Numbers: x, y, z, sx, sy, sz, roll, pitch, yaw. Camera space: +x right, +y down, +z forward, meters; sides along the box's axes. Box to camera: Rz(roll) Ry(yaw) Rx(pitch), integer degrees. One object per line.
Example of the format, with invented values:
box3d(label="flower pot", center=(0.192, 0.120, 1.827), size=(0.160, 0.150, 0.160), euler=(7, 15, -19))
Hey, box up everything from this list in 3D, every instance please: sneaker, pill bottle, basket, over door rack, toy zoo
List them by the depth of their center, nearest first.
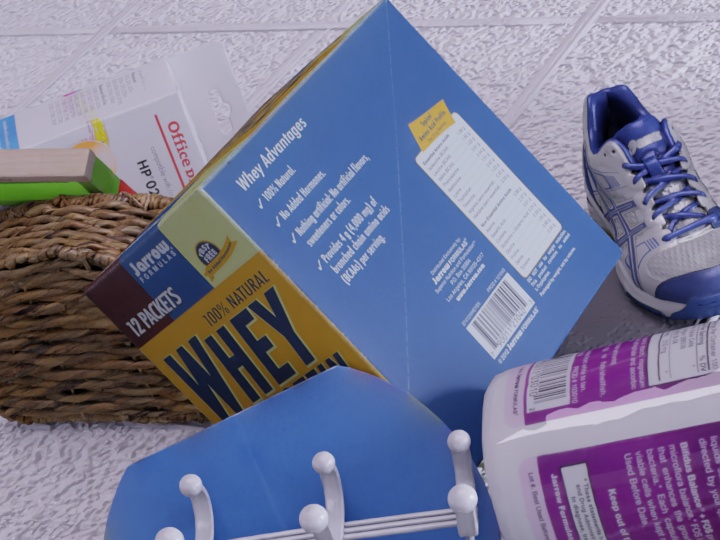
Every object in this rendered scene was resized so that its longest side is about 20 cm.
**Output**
box3d(label="over door rack", center=(-0.015, 0.148, 0.851), size=(0.147, 0.067, 0.200), euler=(-9, 35, 6))
box3d(label="pill bottle", center=(0.167, 0.082, 0.924), size=(0.199, 0.113, 0.112), euler=(-14, 31, 18))
box3d(label="sneaker", center=(0.178, -0.045, 1.176), size=(0.075, 0.088, 0.200), euler=(-22, 32, -7))
box3d(label="basket", center=(-0.146, 0.001, 1.233), size=(0.199, 0.143, 0.149), euler=(-2, 36, 27))
box3d(label="toy zoo", center=(-0.197, -0.032, 1.283), size=(0.131, 0.200, 0.021), euler=(1, 70, 20))

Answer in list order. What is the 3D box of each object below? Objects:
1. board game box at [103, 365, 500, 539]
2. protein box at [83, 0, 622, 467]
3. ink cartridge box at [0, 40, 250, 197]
box3d(label="board game box", center=(-0.029, 0.145, 0.963), size=(0.199, 0.159, 0.039), euler=(-26, -8, 3))
box3d(label="protein box", center=(0.000, 0.000, 1.058), size=(0.135, 0.200, 0.199), euler=(-36, 11, 48))
box3d(label="ink cartridge box", center=(-0.171, -0.074, 1.393), size=(0.199, 0.115, 0.068), euler=(-22, 31, -2))
